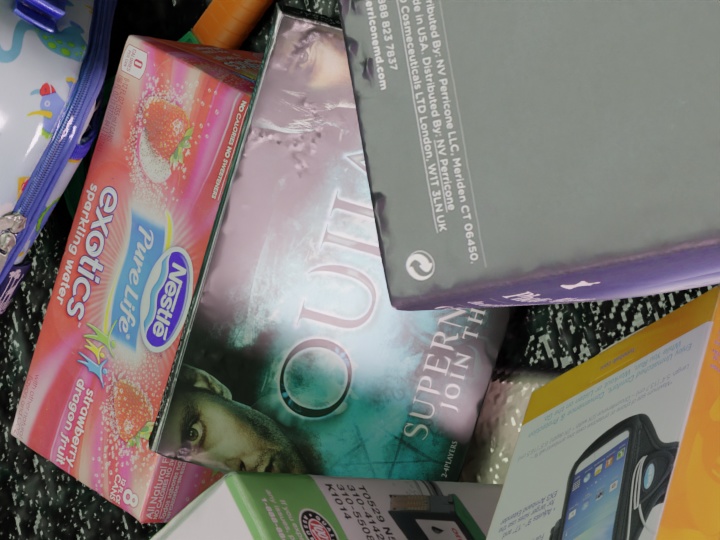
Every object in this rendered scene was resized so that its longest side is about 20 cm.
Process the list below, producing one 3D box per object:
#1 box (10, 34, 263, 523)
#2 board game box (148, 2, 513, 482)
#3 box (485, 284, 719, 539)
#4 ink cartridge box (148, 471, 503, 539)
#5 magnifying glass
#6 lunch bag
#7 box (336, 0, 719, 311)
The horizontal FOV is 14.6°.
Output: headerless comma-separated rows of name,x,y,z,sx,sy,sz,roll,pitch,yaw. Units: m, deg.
box,-0.070,0.006,1.280,0.102,0.094,0.201,29,107,39
board game box,0.000,0.000,1.200,0.028,0.135,0.201,-108,34,-76
box,0.085,0.111,1.012,0.119,0.041,0.200,-33,31,49
ink cartridge box,0.019,0.161,1.118,0.084,0.200,0.146,-44,60,28
magnifying glass,-0.082,-0.093,1.351,0.200,0.022,0.080,-53,55,29
lunch bag,-0.176,-0.074,1.334,0.161,0.082,0.200,-60,14,20
box,0.125,-0.060,0.938,0.198,0.200,0.124,-12,86,24
